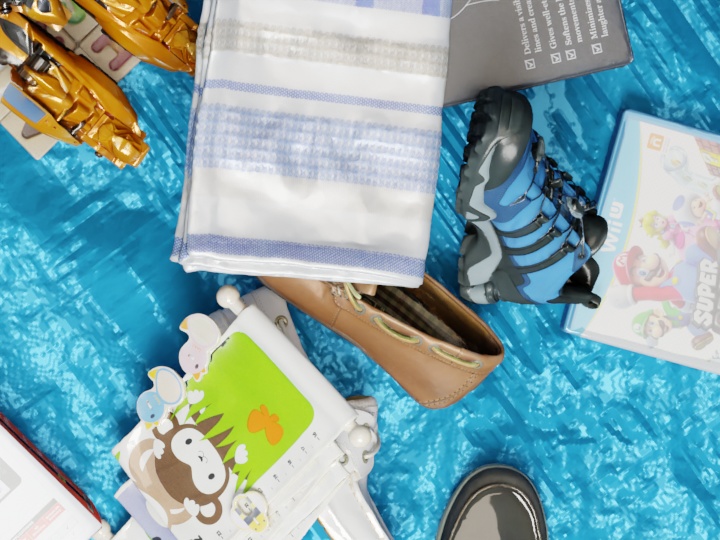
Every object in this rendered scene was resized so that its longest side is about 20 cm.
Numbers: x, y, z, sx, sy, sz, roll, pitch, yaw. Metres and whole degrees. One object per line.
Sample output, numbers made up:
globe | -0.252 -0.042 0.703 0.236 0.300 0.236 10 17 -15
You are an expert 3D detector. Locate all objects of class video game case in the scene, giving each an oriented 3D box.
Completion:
video game case | 0.237 -0.005 1.613 0.199 0.018 0.144 15 92 -6

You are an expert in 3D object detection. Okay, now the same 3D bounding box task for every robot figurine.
robot figurine | -0.178 -0.152 1.503 0.200 0.058 0.145 38 91 -38

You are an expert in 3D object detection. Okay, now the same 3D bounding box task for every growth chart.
growth chart | -0.082 0.120 1.543 0.145 0.018 0.200 38 113 14

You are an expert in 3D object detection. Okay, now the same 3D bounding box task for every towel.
towel | -0.024 -0.092 1.473 0.146 0.024 0.201 6 92 -7

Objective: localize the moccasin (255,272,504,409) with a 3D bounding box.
moccasin | -0.001 0.001 1.551 0.201 0.074 0.078 43 132 -6

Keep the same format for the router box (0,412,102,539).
router box | -0.284 0.152 1.532 0.200 0.049 0.180 -43 110 -2

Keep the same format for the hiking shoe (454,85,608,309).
hiking shoe | 0.102 -0.043 1.513 0.086 0.200 0.075 8 65 8

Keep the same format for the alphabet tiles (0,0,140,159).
alphabet tiles | -0.228 -0.172 1.562 0.167 0.008 0.200 -44 96 -2

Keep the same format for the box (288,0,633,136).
box | 0.042 -0.172 1.539 0.199 0.107 0.149 -13 95 -6

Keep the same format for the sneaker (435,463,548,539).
sneaker | 0.081 0.220 1.565 0.075 0.106 0.201 7 93 -6

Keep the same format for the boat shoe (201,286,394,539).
boat shoe | -0.018 0.099 1.566 0.069 0.071 0.200 -33 94 -3
